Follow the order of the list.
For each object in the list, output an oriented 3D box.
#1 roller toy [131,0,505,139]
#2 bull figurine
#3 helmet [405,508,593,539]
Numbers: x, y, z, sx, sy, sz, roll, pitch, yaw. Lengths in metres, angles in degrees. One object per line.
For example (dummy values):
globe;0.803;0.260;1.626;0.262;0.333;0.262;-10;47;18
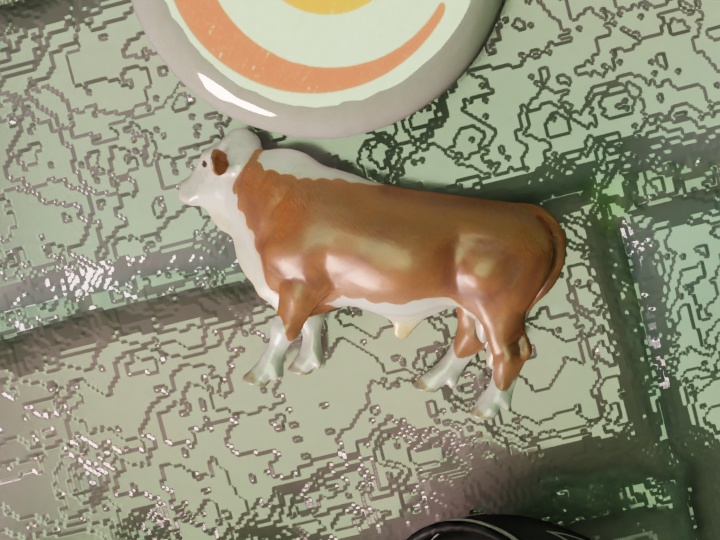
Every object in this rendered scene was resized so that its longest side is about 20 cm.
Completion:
roller toy;-0.015;-0.156;0.973;0.200;0.140;0.183;-15;96;5
bull figurine;0.000;0.000;1.028;0.200;0.065;0.122;10;101;6
helmet;0.075;0.222;0.984;0.200;0.200;0.191;43;54;-1
